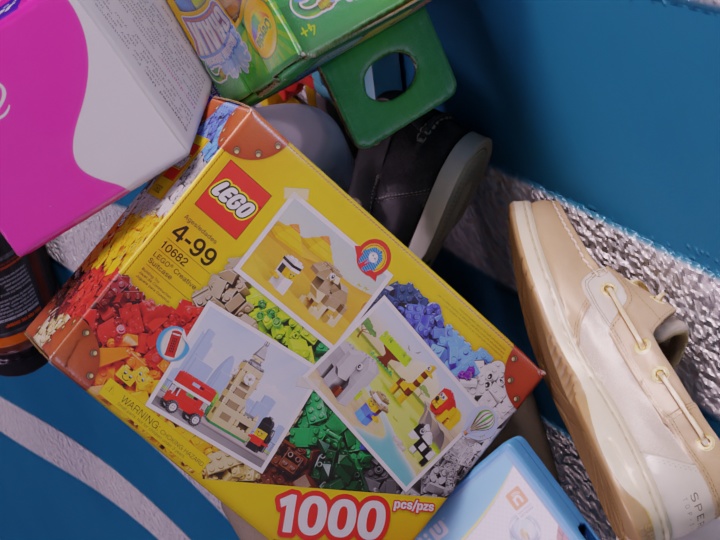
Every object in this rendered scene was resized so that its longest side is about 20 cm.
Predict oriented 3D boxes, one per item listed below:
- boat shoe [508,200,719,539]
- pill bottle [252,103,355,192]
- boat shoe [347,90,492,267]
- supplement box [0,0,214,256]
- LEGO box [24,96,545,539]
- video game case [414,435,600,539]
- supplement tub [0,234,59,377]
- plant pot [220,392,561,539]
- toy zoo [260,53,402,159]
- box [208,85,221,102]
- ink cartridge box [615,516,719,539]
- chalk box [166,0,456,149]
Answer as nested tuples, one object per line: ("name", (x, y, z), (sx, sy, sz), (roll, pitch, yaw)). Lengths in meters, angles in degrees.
("boat shoe", (0.125, 0.043, 1.016), (0.074, 0.069, 0.201), (78, 174, -55))
("pill bottle", (-0.031, 0.015, 1.214), (0.112, 0.112, 0.201), (30, 150, 51))
("boat shoe", (0.000, 0.000, 1.123), (0.067, 0.072, 0.201), (30, 115, 9))
("supplement box", (-0.137, -0.106, 1.041), (0.104, 0.101, 0.200), (55, -164, -20))
("LEGO box", (-0.036, 0.039, 1.021), (0.200, 0.149, 0.077), (41, 175, -20))
("video game case", (0.087, 0.201, 1.031), (0.143, 0.018, 0.200), (-44, 76, 30))
("supplement tub", (-0.334, 0.003, 1.931), (0.107, 0.107, 0.201), (38, 151, 42))
("plant pot", (0.046, 0.180, 1.152), (0.188, 0.186, 0.201), (109, 139, -63))
("toy zoo", (-0.020, -0.111, 1.197), (0.131, 0.020, 0.201), (42, 153, 36))
("box", (-0.155, -0.160, 1.355), (0.201, 0.070, 0.064), (60, 168, -4))
("ink cartridge box", (0.196, 0.211, 1.058), (0.146, 0.084, 0.201), (43, 154, 33))
("chalk box", (-0.022, -0.159, 0.998), (0.201, 0.124, 0.124), (59, 159, -4))
